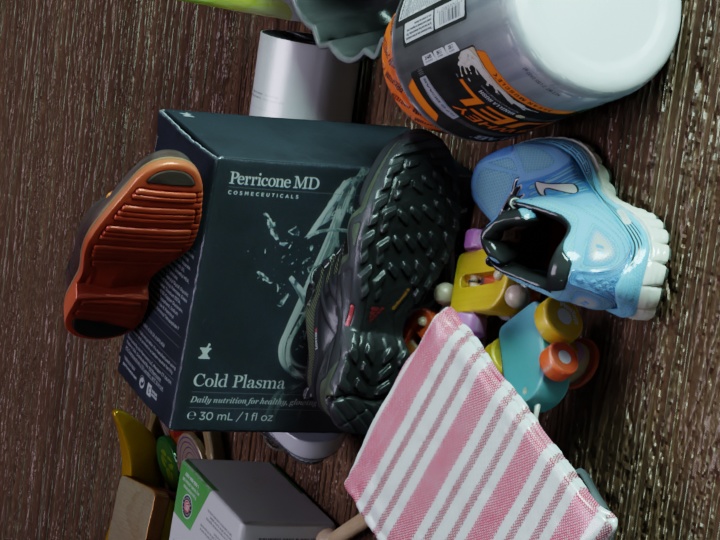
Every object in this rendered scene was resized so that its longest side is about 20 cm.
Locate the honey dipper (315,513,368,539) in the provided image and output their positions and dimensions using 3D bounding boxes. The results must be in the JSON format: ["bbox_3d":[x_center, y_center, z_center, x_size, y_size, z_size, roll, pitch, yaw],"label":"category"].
[{"bbox_3d":[0.008,0.176,1.774,0.200,0.038,0.038,139,129,-60],"label":"honey dipper"}]

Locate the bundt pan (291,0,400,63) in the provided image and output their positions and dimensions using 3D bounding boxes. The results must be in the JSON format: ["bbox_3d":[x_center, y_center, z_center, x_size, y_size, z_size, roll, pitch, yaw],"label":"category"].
[{"bbox_3d":[0.020,-0.248,1.725,0.202,0.076,0.203,20,113,56],"label":"bundt pan"}]

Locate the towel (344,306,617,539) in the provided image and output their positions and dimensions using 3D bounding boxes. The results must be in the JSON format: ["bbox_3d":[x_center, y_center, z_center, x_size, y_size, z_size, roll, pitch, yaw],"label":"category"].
[{"bbox_3d":[0.071,0.138,1.482,0.200,0.030,0.147,53,128,37],"label":"towel"}]

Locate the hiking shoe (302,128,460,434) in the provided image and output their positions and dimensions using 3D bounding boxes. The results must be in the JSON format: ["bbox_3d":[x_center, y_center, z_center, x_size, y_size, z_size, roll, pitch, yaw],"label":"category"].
[{"bbox_3d":[0.000,0.000,1.610,0.101,0.076,0.201,24,98,57],"label":"hiking shoe"}]

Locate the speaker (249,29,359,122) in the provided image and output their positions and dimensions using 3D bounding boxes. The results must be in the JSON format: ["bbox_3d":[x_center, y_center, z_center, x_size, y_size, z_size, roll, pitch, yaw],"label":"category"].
[{"bbox_3d":[-0.051,-0.082,1.881,0.081,0.081,0.201,-151,66,-63],"label":"speaker"}]

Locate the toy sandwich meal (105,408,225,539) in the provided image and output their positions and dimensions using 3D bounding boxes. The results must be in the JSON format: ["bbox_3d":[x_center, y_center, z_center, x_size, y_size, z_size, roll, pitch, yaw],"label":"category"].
[{"bbox_3d":[-0.178,0.197,2.136,0.205,0.070,0.206,-177,90,-65],"label":"toy sandwich meal"}]

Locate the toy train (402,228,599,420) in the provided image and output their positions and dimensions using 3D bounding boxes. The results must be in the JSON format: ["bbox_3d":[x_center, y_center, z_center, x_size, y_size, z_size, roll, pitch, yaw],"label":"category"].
[{"bbox_3d":[0.085,0.061,1.570,0.200,0.055,0.151,42,113,57],"label":"toy train"}]

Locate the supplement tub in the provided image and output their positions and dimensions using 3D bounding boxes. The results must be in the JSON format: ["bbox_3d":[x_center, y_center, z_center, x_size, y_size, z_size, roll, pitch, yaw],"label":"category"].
[{"bbox_3d":[0.097,-0.147,1.514,0.200,0.122,0.123,162,109,-65],"label":"supplement tub"}]

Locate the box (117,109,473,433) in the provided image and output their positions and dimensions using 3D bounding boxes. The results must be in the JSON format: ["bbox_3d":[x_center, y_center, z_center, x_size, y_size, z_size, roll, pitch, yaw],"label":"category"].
[{"bbox_3d":[-0.047,0.002,1.719,0.124,0.199,0.197,38,122,59],"label":"box"}]

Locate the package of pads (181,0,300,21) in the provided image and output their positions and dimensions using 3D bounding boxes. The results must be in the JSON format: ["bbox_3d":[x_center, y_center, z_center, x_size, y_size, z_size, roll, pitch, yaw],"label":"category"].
[{"bbox_3d":[-0.090,-0.267,1.845,0.068,0.199,0.155,-103,28,-46],"label":"package of pads"}]

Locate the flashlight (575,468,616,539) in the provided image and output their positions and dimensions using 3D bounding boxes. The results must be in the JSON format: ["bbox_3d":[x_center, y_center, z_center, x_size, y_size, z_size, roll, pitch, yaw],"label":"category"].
[{"bbox_3d":[0.138,0.206,1.450,0.200,0.067,0.068,-119,37,-47],"label":"flashlight"}]

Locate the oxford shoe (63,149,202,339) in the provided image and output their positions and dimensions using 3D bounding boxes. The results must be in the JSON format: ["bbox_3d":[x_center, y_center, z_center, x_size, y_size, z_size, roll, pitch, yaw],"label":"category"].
[{"bbox_3d":[-0.159,-0.032,1.647,0.200,0.071,0.073,128,141,-50],"label":"oxford shoe"}]

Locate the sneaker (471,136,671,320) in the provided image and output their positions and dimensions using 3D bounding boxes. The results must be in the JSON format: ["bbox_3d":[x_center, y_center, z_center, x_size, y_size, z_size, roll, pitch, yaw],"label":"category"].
[{"bbox_3d":[0.111,-0.034,1.508,0.200,0.090,0.079,-138,55,-61],"label":"sneaker"}]

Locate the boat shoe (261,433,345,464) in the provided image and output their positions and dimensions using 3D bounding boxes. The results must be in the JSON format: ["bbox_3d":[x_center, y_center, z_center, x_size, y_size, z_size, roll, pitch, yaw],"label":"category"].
[{"bbox_3d":[-0.060,0.102,1.897,0.200,0.070,0.066,-126,38,-55],"label":"boat shoe"}]

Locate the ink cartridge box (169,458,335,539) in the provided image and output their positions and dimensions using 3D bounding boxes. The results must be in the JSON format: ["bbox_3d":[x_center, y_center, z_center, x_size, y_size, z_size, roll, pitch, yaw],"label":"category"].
[{"bbox_3d":[-0.096,0.266,1.934,0.147,0.083,0.201,-144,61,-61],"label":"ink cartridge box"}]
